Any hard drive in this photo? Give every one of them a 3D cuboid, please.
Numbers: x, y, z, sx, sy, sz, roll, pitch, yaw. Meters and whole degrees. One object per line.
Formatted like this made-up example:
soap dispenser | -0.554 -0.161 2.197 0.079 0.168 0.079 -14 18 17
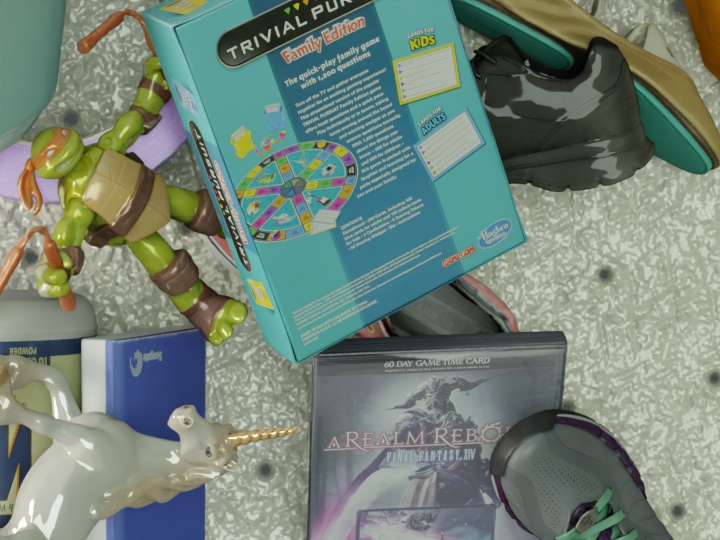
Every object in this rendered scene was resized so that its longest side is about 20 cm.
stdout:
hard drive | -0.120 0.135 1.300 0.025 0.132 0.201 1 92 18

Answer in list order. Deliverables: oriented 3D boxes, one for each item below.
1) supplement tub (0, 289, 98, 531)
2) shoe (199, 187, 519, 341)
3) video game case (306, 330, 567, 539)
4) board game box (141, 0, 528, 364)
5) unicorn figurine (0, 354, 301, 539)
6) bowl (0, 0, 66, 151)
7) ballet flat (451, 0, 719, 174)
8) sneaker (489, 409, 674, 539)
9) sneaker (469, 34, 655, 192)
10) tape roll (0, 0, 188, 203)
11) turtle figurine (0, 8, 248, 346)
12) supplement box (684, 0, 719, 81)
supplement tub | -0.216 0.113 1.279 0.144 0.145 0.201 -1 92 -7
shoe | 0.000 0.000 1.328 0.200 0.091 0.072 28 88 -7
video game case | 0.041 0.124 1.327 0.142 0.019 0.201 -2 123 -7
board game box | -0.010 -0.074 1.226 0.151 0.047 0.201 -27 115 -17
unicorn figurine | -0.152 0.108 1.198 0.137 0.074 0.200 40 91 -22
bowl | -0.235 -0.113 1.197 0.200 0.201 0.105 -15 113 -6
ballet flat | 0.141 -0.133 1.357 0.200 0.069 0.063 33 73 -8
sneaker | 0.149 0.153 1.310 0.074 0.088 0.200 -44 132 1
sneaker | 0.065 -0.086 1.326 0.199 0.076 0.091 -10 107 4
tape roll | -0.176 -0.138 1.316 0.199 0.066 0.201 0 93 -8
turtle figurine | -0.127 -0.026 1.258 0.161 0.064 0.201 36 61 -27
supplement box | 0.284 -0.196 1.339 0.200 0.074 0.126 -32 131 -5
